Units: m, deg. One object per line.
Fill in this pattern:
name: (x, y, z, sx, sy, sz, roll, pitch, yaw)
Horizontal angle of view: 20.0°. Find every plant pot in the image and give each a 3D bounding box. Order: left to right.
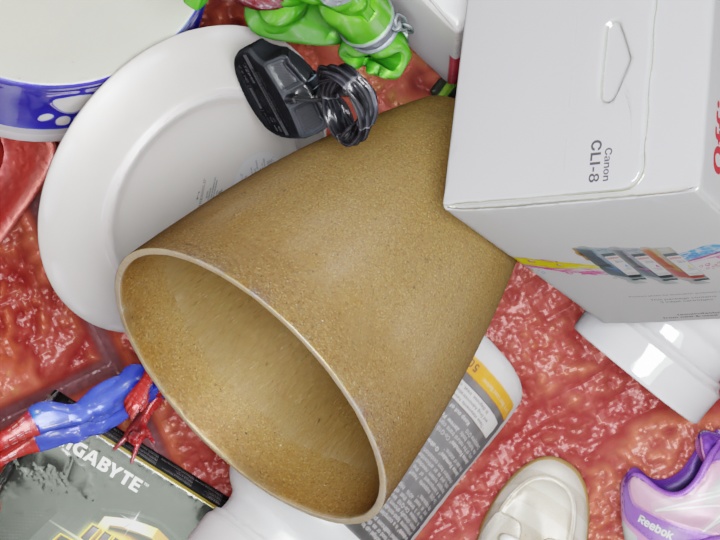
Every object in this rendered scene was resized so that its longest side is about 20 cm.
plant pot: (0.000, 0.000, 1.107, 0.186, 0.186, 0.200, 46, 61, -4)

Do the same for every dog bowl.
dog bowl: (-0.185, -0.181, 1.179, 0.198, 0.079, 0.202, 4, 71, -11)

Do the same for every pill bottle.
pill bottle: (-0.005, 0.112, 1.204, 0.116, 0.116, 0.200, 41, 77, -4)
pill bottle: (0.223, -0.017, 1.216, 0.116, 0.116, 0.200, 37, 95, -3)

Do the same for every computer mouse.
computer mouse: (-0.023, -0.097, 1.073, 0.034, 0.200, 0.059, -31, 106, -13)

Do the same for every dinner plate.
dinner plate: (-0.096, -0.046, 1.189, 0.024, 0.200, 0.201, 38, 95, 38)

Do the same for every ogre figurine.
ogre figurine: (-0.060, -0.175, 1.093, 0.098, 0.120, 0.200, -37, 85, -6)

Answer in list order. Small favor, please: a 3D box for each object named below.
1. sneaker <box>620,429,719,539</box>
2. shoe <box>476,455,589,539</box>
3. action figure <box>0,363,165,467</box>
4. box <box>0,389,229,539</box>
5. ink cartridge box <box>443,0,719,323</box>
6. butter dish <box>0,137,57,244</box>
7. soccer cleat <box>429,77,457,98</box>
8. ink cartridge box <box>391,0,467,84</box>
sneaker: (0.245, 0.134, 1.252, 0.199, 0.080, 0.089, -18, 87, 2)
shoe: (0.093, 0.213, 1.266, 0.069, 0.053, 0.201, 20, 95, -2)
action figure: (-0.138, 0.075, 1.216, 0.199, 0.066, 0.052, -34, 72, -20)
box: (-0.149, 0.195, 1.267, 0.199, 0.049, 0.160, 33, 96, -3)
ink cartridge box: (0.155, -0.071, 1.083, 0.144, 0.200, 0.146, -4, 70, 31)
butter dish: (-0.312, -0.056, 1.194, 0.199, 0.148, 0.200, 39, 94, -3)
soccer cleat: (0.071, -0.075, 1.247, 0.200, 0.065, 0.084, -38, 124, -1)
ink cartridge box: (0.093, -0.215, 1.168, 0.086, 0.148, 0.200, 42, 85, 7)
